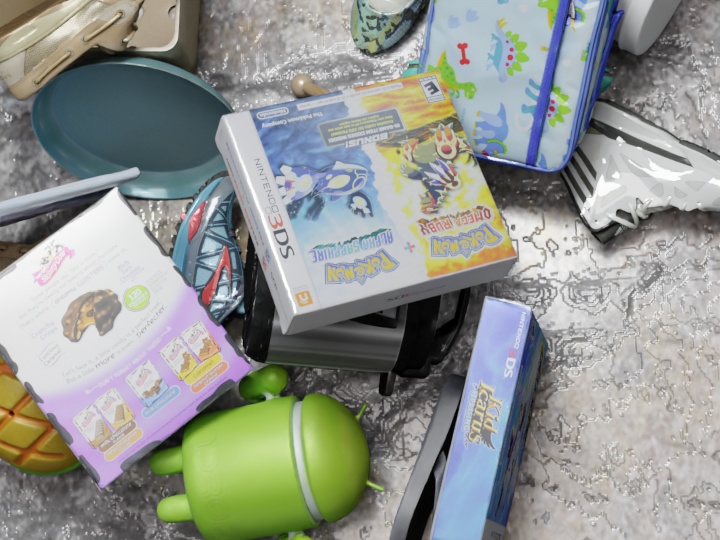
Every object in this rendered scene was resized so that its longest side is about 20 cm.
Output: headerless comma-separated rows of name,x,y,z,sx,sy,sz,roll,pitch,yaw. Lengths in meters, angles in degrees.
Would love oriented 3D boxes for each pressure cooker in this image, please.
pressure cooker,0.000,-0.001,1.364,0.198,0.177,0.180,6,42,-8

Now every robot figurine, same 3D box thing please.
robot figurine,-0.081,0.175,1.382,0.198,0.116,0.177,-12,81,8

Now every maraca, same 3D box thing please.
maraca,-0.304,0.093,1.433,0.136,0.107,0.202,-11,103,13

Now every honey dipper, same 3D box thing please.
honey dipper,-0.010,-0.148,1.427,0.038,0.038,0.200,-52,35,-2

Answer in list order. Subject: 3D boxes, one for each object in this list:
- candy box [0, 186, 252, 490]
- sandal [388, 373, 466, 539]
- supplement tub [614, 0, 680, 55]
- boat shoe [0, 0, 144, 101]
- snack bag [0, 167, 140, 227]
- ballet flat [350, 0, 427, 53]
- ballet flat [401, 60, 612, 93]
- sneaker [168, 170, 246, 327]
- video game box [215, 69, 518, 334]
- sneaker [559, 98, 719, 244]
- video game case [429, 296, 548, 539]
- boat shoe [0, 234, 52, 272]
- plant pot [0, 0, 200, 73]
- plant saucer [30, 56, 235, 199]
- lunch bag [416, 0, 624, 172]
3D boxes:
candy box,-0.219,0.059,1.364,0.167,0.072,0.201,-37,91,-11
sandal,0.067,0.190,1.370,0.042,0.076,0.202,16,82,15
supplement tub,0.194,-0.295,1.412,0.199,0.140,0.141,31,86,16
boat shoe,-0.223,-0.218,1.340,0.199,0.071,0.065,-32,111,-6
snack bag,-0.301,-0.054,1.401,0.187,0.200,0.022,-17,94,-27
ballet flat,0.047,-0.301,1.480,0.074,0.074,0.201,29,86,15
ballet flat,0.132,-0.153,1.437,0.198,0.067,0.071,4,86,17
sneaker,-0.133,0.010,1.458,0.095,0.079,0.202,17,90,3
video game box,0.003,-0.059,1.264,0.198,0.047,0.184,-15,72,-20
sneaker,0.268,-0.061,1.394,0.200,0.076,0.116,30,94,23
video game case,0.112,0.138,1.318,0.045,0.181,0.202,12,81,12
boat shoe,-0.289,-0.004,1.477,0.198,0.071,0.065,3,72,10
plant pot,-0.237,-0.274,1.472,0.198,0.177,0.202,1,80,10
plant saucer,-0.201,-0.134,1.436,0.198,0.201,0.028,-1,56,11
lunch bag,0.135,-0.192,1.344,0.159,0.082,0.202,17,113,13
